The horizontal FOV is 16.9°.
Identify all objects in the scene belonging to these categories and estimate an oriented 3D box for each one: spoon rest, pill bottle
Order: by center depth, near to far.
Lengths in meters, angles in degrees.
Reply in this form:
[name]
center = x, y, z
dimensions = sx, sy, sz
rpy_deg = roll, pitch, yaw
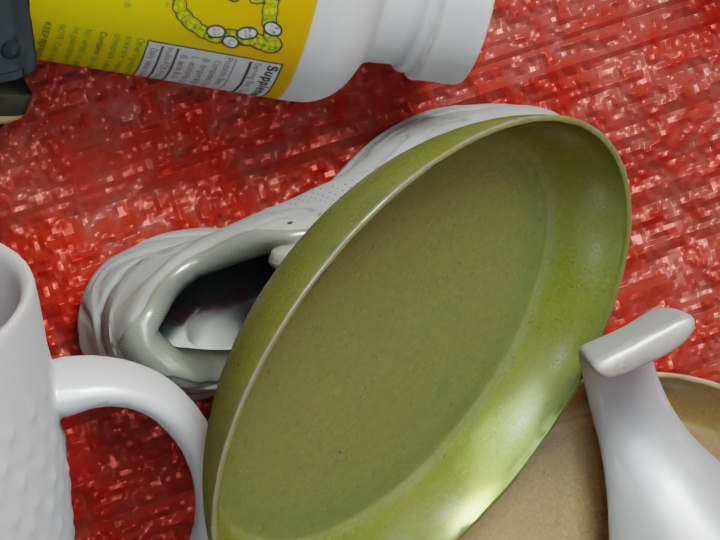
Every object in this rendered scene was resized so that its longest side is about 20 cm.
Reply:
[pill bottle]
center = -0.056, -0.117, 0.840
dimensions = 0.200, 0.104, 0.104
rpy_deg = 8, 92, -13
[spoon rest]
center = 0.127, 0.101, 0.899
dimensions = 0.099, 0.061, 0.200
rpy_deg = -25, 112, -8

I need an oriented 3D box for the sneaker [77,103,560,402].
[sneaker]
center = 0.000, 0.000, 0.862
dimensions = 0.200, 0.099, 0.078
rpy_deg = -26, 99, -9

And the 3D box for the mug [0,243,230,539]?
[mug]
center = -0.142, 0.089, 0.811
dimensions = 0.200, 0.148, 0.175
rpy_deg = -10, 115, -8

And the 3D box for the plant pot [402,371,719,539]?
[plant pot]
center = 0.102, 0.137, 0.932
dimensions = 0.200, 0.027, 0.200
rpy_deg = -1, 93, -12

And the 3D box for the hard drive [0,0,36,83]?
[hard drive]
center = -0.176, -0.138, 0.713
dimensions = 0.139, 0.033, 0.200
rpy_deg = -11, 126, -13

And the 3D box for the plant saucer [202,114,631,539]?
[plant saucer]
center = 0.015, 0.029, 0.822
dimensions = 0.031, 0.200, 0.200
rpy_deg = 35, 85, 32

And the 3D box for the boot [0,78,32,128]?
[boot]
center = -0.226, -0.032, 0.839
dimensions = 0.200, 0.077, 0.138
rpy_deg = 6, 119, -29
